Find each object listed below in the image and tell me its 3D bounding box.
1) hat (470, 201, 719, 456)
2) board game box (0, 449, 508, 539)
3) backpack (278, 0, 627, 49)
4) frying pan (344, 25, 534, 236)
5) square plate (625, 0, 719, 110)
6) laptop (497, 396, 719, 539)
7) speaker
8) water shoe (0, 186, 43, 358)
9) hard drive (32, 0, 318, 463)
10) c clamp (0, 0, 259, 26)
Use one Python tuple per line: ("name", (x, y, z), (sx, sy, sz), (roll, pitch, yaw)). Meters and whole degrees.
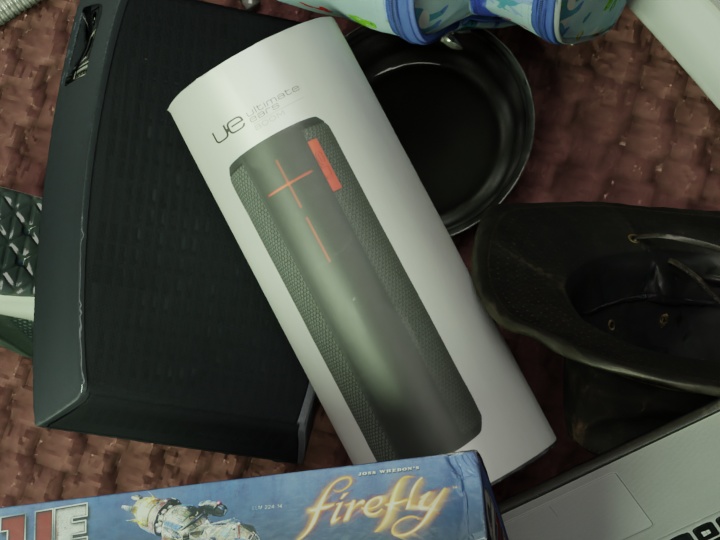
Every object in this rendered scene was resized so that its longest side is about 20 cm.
("hat", (0.134, 0.038, 0.800), (0.199, 0.201, 0.081), (20, 117, 14))
("board game box", (-0.044, 0.121, 0.674), (0.198, 0.136, 0.035), (-7, 55, 9))
("backpack", (0.050, -0.183, 0.805), (0.146, 0.200, 0.184), (23, 113, 22))
("frying pan", (-0.011, -0.055, 0.894), (0.189, 0.031, 0.116), (-15, 71, 8))
("square plate", (0.212, -0.166, 0.863), (0.199, 0.028, 0.198), (-33, 51, 0))
("laptop", (0.113, 0.179, 0.734), (0.186, 0.200, 0.116), (-27, 40, 13))
("speaker", (0.000, 0.000, 0.783), (0.081, 0.081, 0.201), (-27, 87, 0))
("water shoe", (-0.113, 0.012, 0.871), (0.199, 0.079, 0.072), (21, 67, -12))
("hard drive", (-0.069, -0.025, 0.829), (0.134, 0.042, 0.201), (10, 70, -20))
("c clamp", (-0.174, -0.158, 0.954), (0.199, 0.027, 0.172), (-27, 71, -1))
